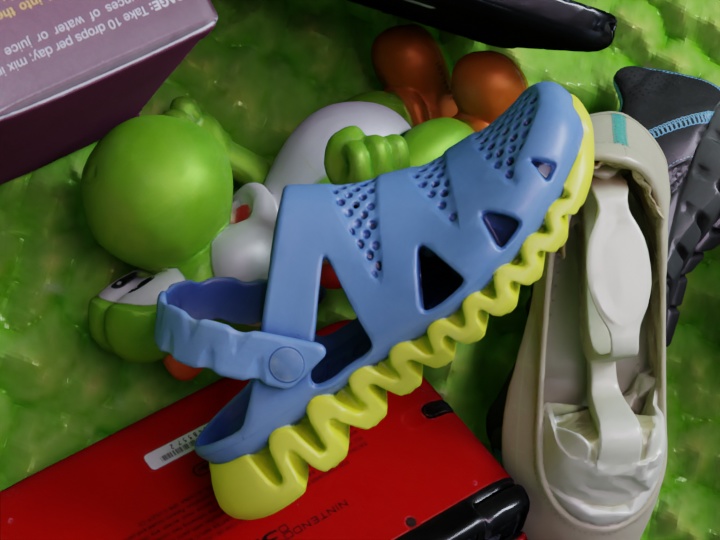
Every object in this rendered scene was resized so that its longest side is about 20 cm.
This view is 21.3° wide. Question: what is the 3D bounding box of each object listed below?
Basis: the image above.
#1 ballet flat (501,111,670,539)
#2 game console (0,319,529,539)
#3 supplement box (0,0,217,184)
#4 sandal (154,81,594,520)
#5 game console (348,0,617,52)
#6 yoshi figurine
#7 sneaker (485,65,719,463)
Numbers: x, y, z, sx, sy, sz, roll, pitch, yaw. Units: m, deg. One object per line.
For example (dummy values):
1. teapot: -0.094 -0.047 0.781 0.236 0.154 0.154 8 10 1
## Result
1. ballet flat: 0.093 0.040 0.756 0.069 0.069 0.202 -7 105 -25
2. game console: -0.034 0.145 0.771 0.199 0.119 0.172 -26 57 -27
3. supplement box: -0.155 -0.143 0.727 0.103 0.131 0.201 -27 88 -25
4. sandal: 0.000 0.000 0.698 0.200 0.080 0.087 -43 101 6
5. game console: 0.002 -0.173 0.803 0.198 0.176 0.117 14 93 -19
6. yoshi figurine: -0.032 -0.043 0.776 0.199 0.113 0.112 -34 76 -24
7. sneaker: 0.106 -0.001 0.850 0.082 0.073 0.201 29 72 22
